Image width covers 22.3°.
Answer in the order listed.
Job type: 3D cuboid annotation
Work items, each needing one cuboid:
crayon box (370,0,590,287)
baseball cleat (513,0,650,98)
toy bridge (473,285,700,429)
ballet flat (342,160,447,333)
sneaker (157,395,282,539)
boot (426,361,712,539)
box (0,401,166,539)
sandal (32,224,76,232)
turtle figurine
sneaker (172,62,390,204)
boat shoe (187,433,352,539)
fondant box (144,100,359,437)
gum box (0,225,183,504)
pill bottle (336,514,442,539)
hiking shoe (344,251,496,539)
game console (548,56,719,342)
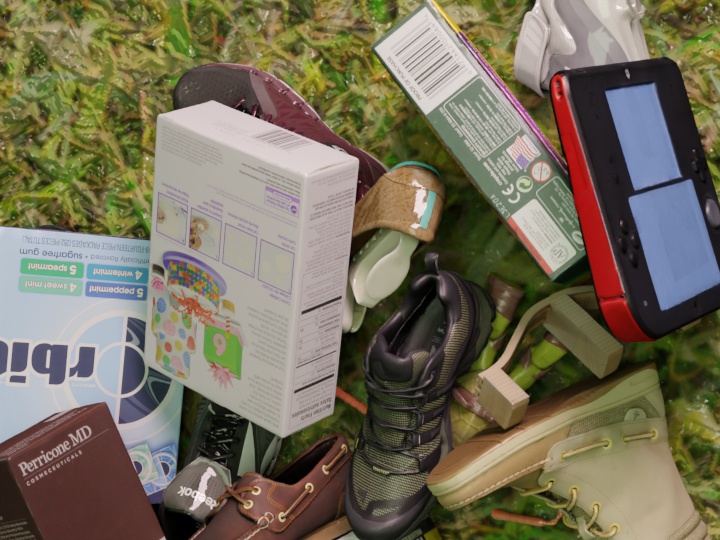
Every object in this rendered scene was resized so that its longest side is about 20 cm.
[{"bbox_3d":[0.101,-0.083,1.279,0.058,0.173,0.200,-38,81,7],"label":"crayon box"},{"bbox_3d":[0.172,-0.122,1.326,0.106,0.070,0.201,-14,84,29],"label":"baseball cleat"},{"bbox_3d":[0.155,0.044,1.281,0.067,0.199,0.027,43,142,30],"label":"toy bridge"},{"bbox_3d":[0.000,0.000,1.305,0.068,0.200,0.073,20,53,-24],"label":"ballet flat"},{"bbox_3d":[-0.107,0.156,1.369,0.066,0.090,0.201,15,93,12],"label":"sneaker"},{"bbox_3d":[0.150,0.167,1.272,0.199,0.073,0.156,-22,94,-32],"label":"boot"},{"bbox_3d":[-0.195,0.207,1.310,0.075,0.100,0.201,-18,99,44],"label":"box"},{"bbox_3d":[-0.250,0.065,1.426,0.075,0.048,0.202,-1,89,14],"label":"sandal"},{"bbox_3d":[0.083,0.086,1.337,0.199,0.064,0.162,30,96,12],"label":"turtle figurine"},{"bbox_3d":[-0.064,-0.098,1.348,0.199,0.115,0.076,30,96,12],"label":"sneaker"},{"bbox_3d":[-0.073,0.177,1.313,0.070,0.200,0.071,-2,105,39],"label":"boat shoe"},{"bbox_3d":[-0.081,-0.003,1.295,0.144,0.058,0.201,24,119,34],"label":"fondant box"},{"bbox_3d":[-0.218,0.071,1.379,0.169,0.045,0.201,5,91,-20],"label":"gum box"},{"bbox_3d":[0.042,0.277,1.321,0.112,0.112,0.201,-31,83,11],"label":"pill bottle"},{"bbox_3d":[0.024,0.088,1.266,0.075,0.101,0.201,11,76,31],"label":"hiking shoe"},{"bbox_3d":[0.191,-0.051,1.204,0.031,0.200,0.178,-11,92,31],"label":"game console"}]
